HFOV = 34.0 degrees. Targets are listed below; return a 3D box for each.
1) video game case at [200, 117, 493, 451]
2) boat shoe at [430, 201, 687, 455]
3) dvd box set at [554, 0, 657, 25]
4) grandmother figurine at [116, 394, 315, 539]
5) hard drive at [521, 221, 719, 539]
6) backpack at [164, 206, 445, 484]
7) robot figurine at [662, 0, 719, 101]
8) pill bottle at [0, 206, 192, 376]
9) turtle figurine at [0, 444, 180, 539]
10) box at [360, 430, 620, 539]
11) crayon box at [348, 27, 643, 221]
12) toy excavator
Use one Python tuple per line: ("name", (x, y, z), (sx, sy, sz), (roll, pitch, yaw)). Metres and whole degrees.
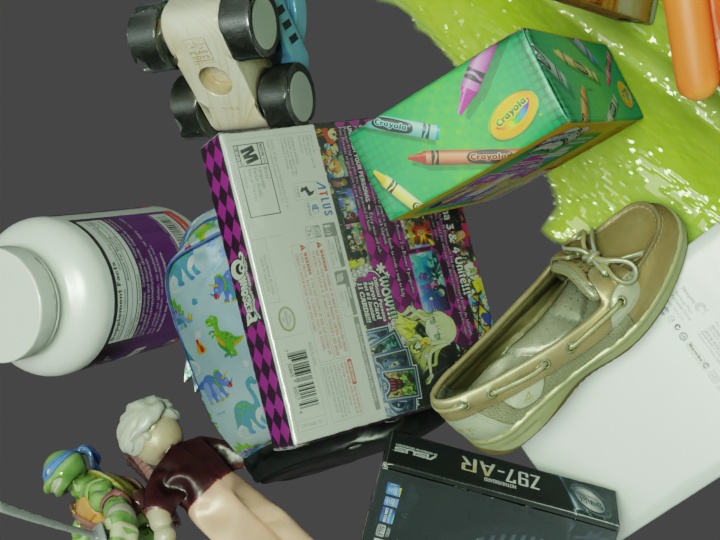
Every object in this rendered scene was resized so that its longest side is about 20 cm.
("video game case", (0.000, 0.000, 0.782), (0.036, 0.180, 0.202), (-22, 82, 55))
("boat shoe", (0.128, 0.028, 0.758), (0.201, 0.063, 0.073), (-45, 38, 3))
("dvd box set", (0.147, -0.222, 0.677), (0.029, 0.200, 0.148), (14, 102, 25))
("grandmother figurine", (-0.115, 0.172, 0.898), (0.200, 0.121, 0.061), (42, 125, 20))
("hard drive", (0.199, 0.081, 0.785), (0.200, 0.027, 0.132), (-40, 79, 23))
("backpack", (-0.054, 0.042, 0.849), (0.162, 0.153, 0.202), (-21, 75, 32))
("robot figurine", (0.245, -0.160, 0.681), (0.116, 0.143, 0.201), (-23, 93, 39))
("pill bottle", (-0.200, 0.013, 0.869), (0.111, 0.200, 0.114), (3, 97, 25))
("turtle figurine", (-0.195, 0.239, 0.907), (0.193, 0.200, 0.144), (35, 106, 0))
("box", (0.071, 0.223, 0.807), (0.159, 0.044, 0.202), (15, 113, 2))
("crayon box", (0.090, -0.088, 0.720), (0.118, 0.200, 0.059), (-29, 85, 25))
("toy excavator", (-0.089, -0.222, 0.853), (0.099, 0.201, 0.195), (-3, 136, 24))
